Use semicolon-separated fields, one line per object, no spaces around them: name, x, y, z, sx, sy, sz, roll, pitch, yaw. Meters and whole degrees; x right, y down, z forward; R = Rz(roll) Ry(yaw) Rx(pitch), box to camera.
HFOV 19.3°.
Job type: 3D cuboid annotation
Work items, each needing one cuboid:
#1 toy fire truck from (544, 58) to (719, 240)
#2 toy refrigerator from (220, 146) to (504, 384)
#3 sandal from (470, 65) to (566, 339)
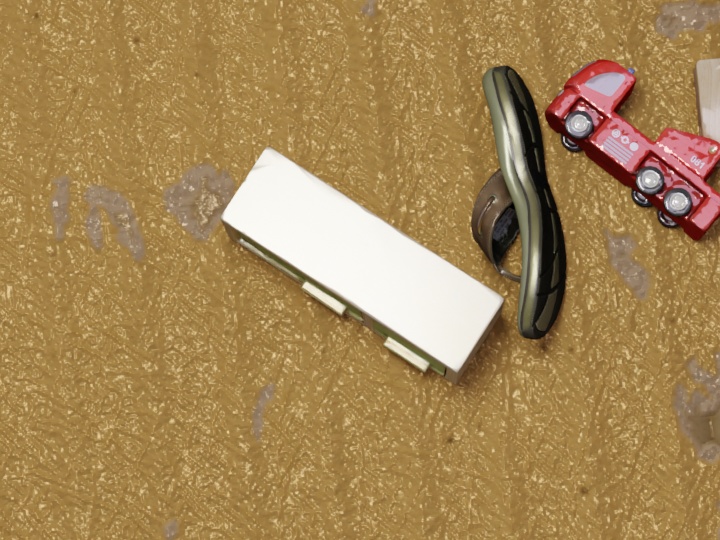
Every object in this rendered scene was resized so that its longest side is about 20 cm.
toy fire truck;0.249;-0.102;1.532;0.200;0.049;0.141;39;83;8
toy refrigerator;0.000;0.000;1.508;0.199;0.076;0.070;32;83;6
sandal;0.107;-0.046;1.521;0.057;0.080;0.202;-14;73;16
